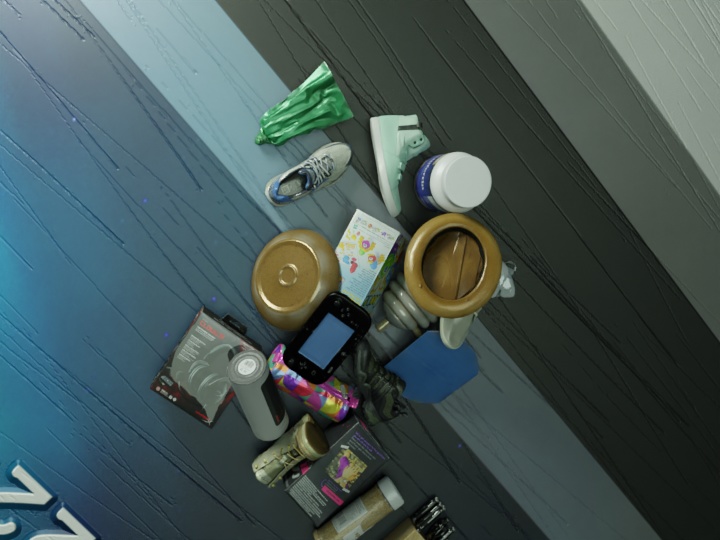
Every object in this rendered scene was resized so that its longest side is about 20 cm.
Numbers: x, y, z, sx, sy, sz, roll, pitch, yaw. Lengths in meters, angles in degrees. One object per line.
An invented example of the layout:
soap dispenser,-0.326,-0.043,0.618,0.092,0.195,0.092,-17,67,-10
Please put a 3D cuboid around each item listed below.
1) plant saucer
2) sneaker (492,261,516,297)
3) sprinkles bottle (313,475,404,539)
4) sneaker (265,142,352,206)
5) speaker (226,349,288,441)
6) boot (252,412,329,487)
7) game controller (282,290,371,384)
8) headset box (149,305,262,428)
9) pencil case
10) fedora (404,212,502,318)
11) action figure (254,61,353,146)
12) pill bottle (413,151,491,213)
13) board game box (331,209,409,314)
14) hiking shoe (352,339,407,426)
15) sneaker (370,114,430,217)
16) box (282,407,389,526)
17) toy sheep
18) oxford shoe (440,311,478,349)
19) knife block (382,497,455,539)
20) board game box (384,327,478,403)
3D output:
plant saucer,-0.136,0.014,1.433,0.196,0.035,0.205,-5,77,21
sneaker,0.257,0.058,1.547,0.113,0.075,0.204,18,89,-9
sprinkles bottle,-0.004,0.520,1.548,0.198,0.068,0.069,-36,101,-5
sneaker,-0.095,-0.187,1.453,0.198,0.085,0.078,-34,101,-6
speaker,-0.197,0.246,1.428,0.080,0.082,0.202,-19,136,-8
boot,-0.141,0.364,1.441,0.154,0.200,0.072,-40,95,-3
game controller,-0.064,0.131,1.400,0.104,0.042,0.201,38,116,-1
headset box,-0.298,0.182,1.456,0.148,0.077,0.202,36,90,-12
pencil case,-0.102,0.230,1.493,0.198,0.088,0.090,30,90,-12
fedora,0.175,-0.004,1.406,0.195,0.082,0.206,0,77,2
action figure,-0.126,-0.306,1.451,0.198,0.055,0.120,-31,101,1
pill bottle,0.181,-0.172,1.447,0.113,0.200,0.119,-1,96,-10
board game box,0.000,0.000,1.463,0.104,0.103,0.203,29,90,17
hiking shoe,0.041,0.222,1.508,0.098,0.076,0.204,-12,117,1
sneaker,0.091,-0.216,1.487,0.115,0.074,0.205,-9,95,-3
box,-0.054,0.395,1.498,0.199,0.122,0.107,-42,100,-5
toy sheep,0.112,0.060,1.496,0.200,0.138,0.138,-43,101,-3
oxford shoe,0.214,0.060,1.457,0.075,0.057,0.203,34,72,-28
knife block,0.100,0.577,1.576,0.195,0.064,0.180,6,94,-11
board game box,0.150,0.194,1.538,0.157,0.039,0.200,37,120,-20
